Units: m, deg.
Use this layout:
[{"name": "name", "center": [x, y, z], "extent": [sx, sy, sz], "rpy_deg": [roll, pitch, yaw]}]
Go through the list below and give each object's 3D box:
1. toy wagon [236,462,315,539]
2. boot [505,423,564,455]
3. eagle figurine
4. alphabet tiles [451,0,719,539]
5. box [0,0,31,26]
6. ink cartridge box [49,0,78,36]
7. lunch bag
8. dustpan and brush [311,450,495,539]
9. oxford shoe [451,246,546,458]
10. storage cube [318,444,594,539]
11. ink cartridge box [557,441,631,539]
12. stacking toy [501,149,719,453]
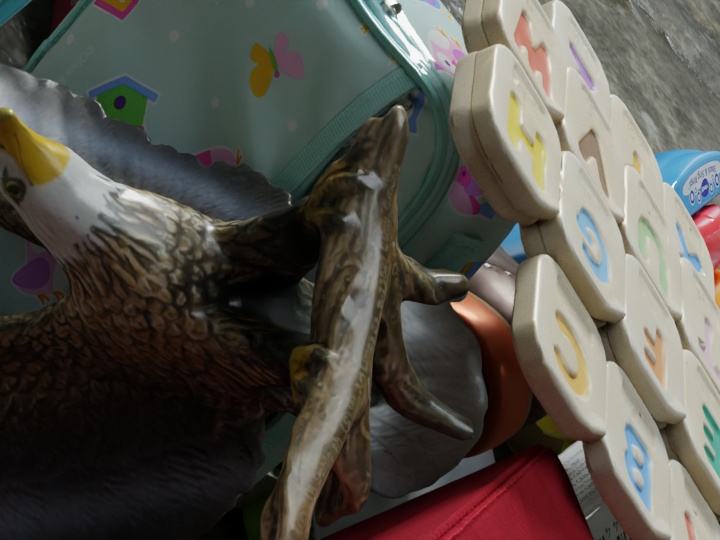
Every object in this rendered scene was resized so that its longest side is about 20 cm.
[{"name": "toy wagon", "center": [-0.033, 0.051, 0.831], "extent": [0.155, 0.039, 0.201], "rpy_deg": [30, 35, -44]}, {"name": "boot", "center": [0.083, 0.055, 0.963], "extent": [0.200, 0.066, 0.175], "rpy_deg": [51, 3, -11]}, {"name": "eagle figurine", "center": [-0.073, 0.007, 0.578], "extent": [0.152, 0.199, 0.152], "rpy_deg": [-34, 115, -52]}, {"name": "alphabet tiles", "center": [0.085, 0.007, 0.643], "extent": [0.201, 0.015, 0.196], "rpy_deg": [56, 25, -26]}, {"name": "box", "center": [-0.186, -0.188, 0.796], "extent": [0.200, 0.049, 0.082], "rpy_deg": [51, 2, -18]}, {"name": "ink cartridge box", "center": [-0.047, -0.149, 0.905], "extent": [0.145, 0.082, 0.202], "rpy_deg": [23, 66, -45]}, {"name": "lunch bag", "center": [-0.044, -0.023, 0.689], "extent": [0.077, 0.200, 0.161], "rpy_deg": [16, 34, -53]}, {"name": "dustpan and brush", "center": [0.012, 0.059, 0.794], "extent": [0.139, 0.057, 0.202], "rpy_deg": [25, 65, -63]}, {"name": "oxford shoe", "center": [0.000, 0.000, 0.757], "extent": [0.072, 0.072, 0.200], "rpy_deg": [-17, 42, -41]}, {"name": "storage cube", "center": [-0.010, 0.170, 0.529], "extent": [0.172, 0.199, 0.180], "rpy_deg": [63, 23, 0]}, {"name": "ink cartridge box", "center": [0.146, 0.118, 0.777], "extent": [0.199, 0.045, 0.178], "rpy_deg": [-32, 113, -37]}, {"name": "stacking toy", "center": [0.114, 0.061, 0.829], "extent": [0.116, 0.109, 0.202], "rpy_deg": [-28, 101, -59]}]
